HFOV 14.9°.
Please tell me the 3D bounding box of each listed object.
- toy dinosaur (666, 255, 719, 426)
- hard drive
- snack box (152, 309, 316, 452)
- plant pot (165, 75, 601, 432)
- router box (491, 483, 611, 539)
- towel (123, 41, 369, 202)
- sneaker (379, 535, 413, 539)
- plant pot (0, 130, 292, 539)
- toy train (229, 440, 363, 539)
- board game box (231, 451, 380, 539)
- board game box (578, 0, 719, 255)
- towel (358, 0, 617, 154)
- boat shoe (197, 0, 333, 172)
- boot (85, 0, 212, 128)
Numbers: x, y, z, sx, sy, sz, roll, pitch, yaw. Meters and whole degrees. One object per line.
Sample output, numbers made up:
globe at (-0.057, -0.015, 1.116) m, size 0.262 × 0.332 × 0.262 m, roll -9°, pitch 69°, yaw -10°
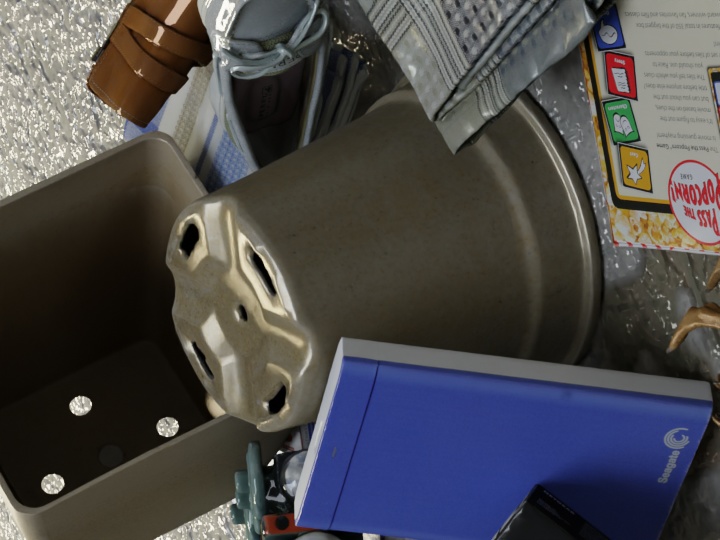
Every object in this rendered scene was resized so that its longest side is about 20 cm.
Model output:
toy dinosaur at (0.217, 0.030, 1.365) m, size 0.106 × 0.060 × 0.200 m, roll 30°, pitch 140°, yaw 14°
hard drive at (0.075, 0.099, 1.480) m, size 0.025 × 0.199 × 0.132 m, roll -93°, pitch 14°, yaw -46°
snack box at (-0.085, 0.066, 1.769) m, size 0.200 × 0.024 × 0.072 m, roll 15°, pitch 118°, yaw 55°
plant pot at (0.000, 0.000, 1.537) m, size 0.200 × 0.183 × 0.201 m, roll 32°, pitch 131°, yaw 45°
router box at (0.123, 0.237, 1.461) m, size 0.200 × 0.052 × 0.157 m, roll 38°, pitch 102°, yaw 5°
towel at (-0.074, -0.102, 1.687) m, size 0.200 × 0.024 × 0.147 m, roll 40°, pitch 116°, yaw 46°
sneaker at (0.054, 0.181, 1.622) m, size 0.075 × 0.099 × 0.200 m, roll -83°, pitch -1°, yaw -48°
plant pot at (-0.159, 0.072, 1.692) m, size 0.200 × 0.199 × 0.177 m, roll 55°, pitch 161°, yaw 26°
toy train at (-0.029, 0.164, 1.629) m, size 0.200 × 0.085 × 0.114 m, roll 105°, pitch 158°, yaw -75°
board game box at (-0.010, 0.125, 1.747) m, size 0.199 × 0.043 × 0.200 m, roll 47°, pitch 141°, yaw 31°
board game box at (0.171, -0.107, 1.353) m, size 0.151 × 0.046 × 0.201 m, roll 9°, pitch 114°, yaw 54°
towel at (0.042, -0.180, 1.407) m, size 0.200 × 0.034 × 0.193 m, roll 57°, pitch 141°, yaw 10°
boat shoe at (-0.048, -0.116, 1.534) m, size 0.202 × 0.074 × 0.065 m, roll 103°, pitch 148°, yaw -63°
boot at (-0.099, -0.157, 1.584) m, size 0.077 × 0.155 × 0.200 m, roll 38°, pitch 176°, yaw -14°
